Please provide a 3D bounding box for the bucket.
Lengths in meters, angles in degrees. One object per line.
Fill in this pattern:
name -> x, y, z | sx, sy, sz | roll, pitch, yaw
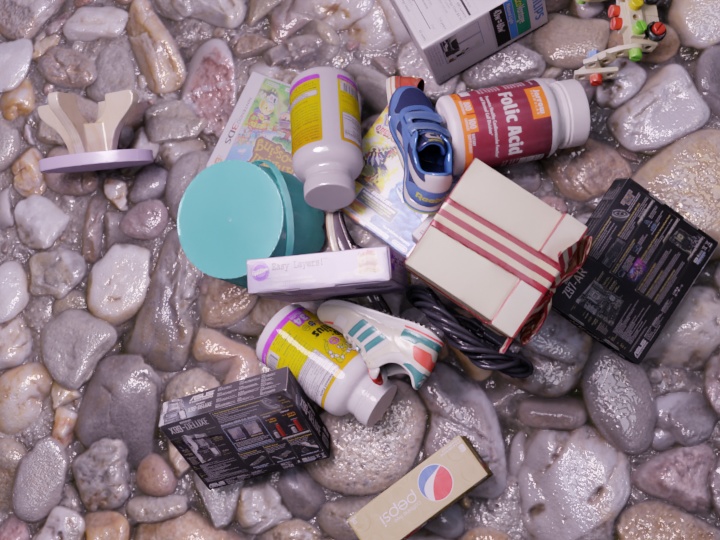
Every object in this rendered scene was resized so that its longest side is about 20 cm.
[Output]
bucket -> -0.167, -0.069, 1.301 | 0.207, 0.135, 0.207 | -2, 85, 19

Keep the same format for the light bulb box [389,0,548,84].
light bulb box -> 0.151, -0.432, 1.308 | 0.200, 0.125, 0.198 | -28, 71, 8

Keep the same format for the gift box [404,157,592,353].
gift box -> 0.171, -0.012, 1.082 | 0.187, 0.200, 0.185 | 34, 94, 4

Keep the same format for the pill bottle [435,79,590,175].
pill bottle -> 0.215, -0.208, 1.225 | 0.200, 0.114, 0.114 | -11, 74, -5

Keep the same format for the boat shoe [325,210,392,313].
boat shoe -> 0.000, 0.000, 1.288 | 0.065, 0.072, 0.200 | -19, 77, 6

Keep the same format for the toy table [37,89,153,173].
toy table -> -0.443, -0.228, 1.422 | 0.200, 0.184, 0.117 | -6, 93, 6

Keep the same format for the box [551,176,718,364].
box -> 0.360, 0.001, 1.157 | 0.160, 0.044, 0.200 | 33, 89, -9

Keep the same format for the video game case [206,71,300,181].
video game case -> -0.130, -0.213, 1.396 | 0.200, 0.022, 0.182 | 24, 86, 19

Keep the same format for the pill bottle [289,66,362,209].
pill bottle -> -0.051, -0.195, 1.275 | 0.104, 0.104, 0.200 | -11, 63, 14

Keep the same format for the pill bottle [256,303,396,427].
pill bottle -> -0.047, 0.141, 1.250 | 0.200, 0.104, 0.104 | 34, 89, 19

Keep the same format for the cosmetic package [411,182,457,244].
cosmetic package -> 0.178, -0.018, 1.213 | 0.200, 0.071, 0.101 | 41, 90, 6

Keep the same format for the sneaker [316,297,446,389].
sneaker -> 0.014, 0.103, 1.177 | 0.200, 0.070, 0.093 | 16, 77, 28

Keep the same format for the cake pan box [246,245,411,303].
cake pan box -> -0.039, 0.010, 1.168 | 0.200, 0.184, 0.052 | -6, 81, 13

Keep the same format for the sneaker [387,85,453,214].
sneaker -> 0.089, -0.180, 1.180 | 0.074, 0.082, 0.200 | -4, 65, -15

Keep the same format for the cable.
cable -> 0.141, 0.088, 1.165 | 0.200, 0.163, 0.051 | 36, 101, 5

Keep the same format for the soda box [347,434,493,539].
soda box -> 0.083, 0.315, 1.195 | 0.200, 0.064, 0.068 | -38, 71, 5

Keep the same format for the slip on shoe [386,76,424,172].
slip on shoe -> 0.081, -0.201, 1.262 | 0.061, 0.074, 0.200 | -11, 69, 9

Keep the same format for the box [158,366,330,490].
box -> -0.164, 0.231, 1.237 | 0.200, 0.158, 0.050 | -18, 37, 12

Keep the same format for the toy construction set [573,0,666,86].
toy construction set -> 0.367, -0.369, 1.249 | 0.131, 0.092, 0.200 | 2, 86, -8

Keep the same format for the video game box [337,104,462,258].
video game box -> 0.070, -0.128, 1.307 | 0.200, 0.047, 0.182 | 36, 87, 20
